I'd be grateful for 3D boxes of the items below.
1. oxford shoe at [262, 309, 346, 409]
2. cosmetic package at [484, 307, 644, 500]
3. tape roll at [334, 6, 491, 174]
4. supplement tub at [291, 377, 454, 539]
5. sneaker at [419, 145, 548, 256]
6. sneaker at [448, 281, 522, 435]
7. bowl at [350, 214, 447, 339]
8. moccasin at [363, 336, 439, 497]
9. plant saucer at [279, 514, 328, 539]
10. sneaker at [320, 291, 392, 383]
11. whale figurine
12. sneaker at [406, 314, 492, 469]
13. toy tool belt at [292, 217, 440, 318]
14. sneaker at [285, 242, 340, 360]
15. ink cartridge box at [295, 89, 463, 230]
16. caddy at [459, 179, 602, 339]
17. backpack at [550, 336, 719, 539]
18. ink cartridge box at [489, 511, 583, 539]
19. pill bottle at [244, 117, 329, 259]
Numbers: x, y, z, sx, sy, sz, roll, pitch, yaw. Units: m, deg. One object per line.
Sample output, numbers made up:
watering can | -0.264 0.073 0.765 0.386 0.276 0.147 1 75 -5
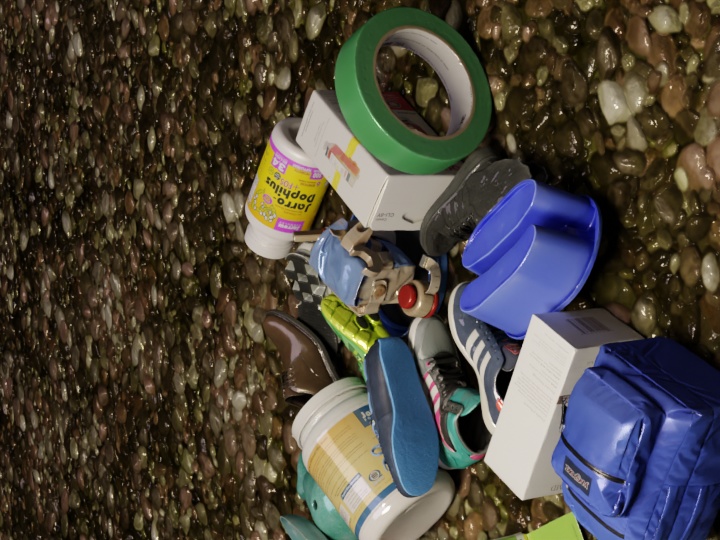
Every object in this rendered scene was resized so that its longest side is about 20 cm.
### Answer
oxford shoe | -0.084 0.143 1.957 0.200 0.084 0.073 53 148 13
cosmetic package | 0.225 0.148 1.534 0.081 0.112 0.201 41 127 46
tape roll | 0.065 -0.216 1.654 0.048 0.199 0.202 -31 68 52
supplement tub | 0.014 0.253 1.803 0.200 0.144 0.145 50 132 29
sneaker | 0.146 -0.070 1.671 0.200 0.060 0.104 -59 44 30
sneaker | 0.168 0.095 1.638 0.085 0.075 0.201 -48 57 55
bowl | 0.047 -0.008 1.843 0.200 0.039 0.202 9 101 55
moccasin | 0.050 0.185 1.717 0.068 0.080 0.201 -33 59 54
plant saucer | -0.041 0.418 1.945 0.200 0.027 0.200 47 165 16
sneaker | 0.012 0.108 1.812 0.200 0.074 0.084 47 138 23
whale figurine | -0.044 0.314 1.949 0.200 0.103 0.160 16 106 52
sneaker | 0.121 0.148 1.707 0.121 0.083 0.201 -14 89 60
toy tool belt | 0.000 0.000 1.753 0.200 0.122 0.126 40 114 50
sneaker | -0.048 0.037 1.974 0.074 0.089 0.201 17 132 28
ink cartridge box | 0.031 -0.144 1.763 0.200 0.144 0.084 53 132 39
caddy | 0.198 -0.010 1.563 0.200 0.104 0.142 -47 28 47
backpack | 0.281 0.189 1.410 0.163 0.167 0.201 46 134 52
ink cartridge box | 0.192 0.385 1.634 0.200 0.075 0.149 -42 59 51
pill bottle | -0.105 -0.115 2.001 0.104 0.104 0.201 55 136 37
